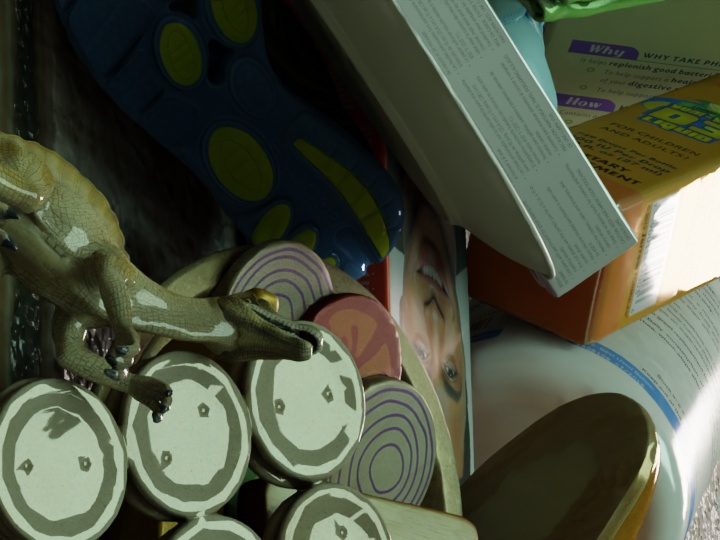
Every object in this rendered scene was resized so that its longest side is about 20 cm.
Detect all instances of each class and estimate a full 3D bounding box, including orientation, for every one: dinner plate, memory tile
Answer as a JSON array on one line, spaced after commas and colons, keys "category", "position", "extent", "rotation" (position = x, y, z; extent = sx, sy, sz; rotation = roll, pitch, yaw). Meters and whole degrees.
[{"category": "dinner plate", "position": [0.002, -0.076, 0.964], "extent": [0.200, 0.024, 0.200], "rotation": [55, -1, 1]}, {"category": "memory tile", "position": [-0.064, 0.102, 0.835], "extent": [0.200, 0.017, 0.154], "rotation": [-11, 89, -44]}]

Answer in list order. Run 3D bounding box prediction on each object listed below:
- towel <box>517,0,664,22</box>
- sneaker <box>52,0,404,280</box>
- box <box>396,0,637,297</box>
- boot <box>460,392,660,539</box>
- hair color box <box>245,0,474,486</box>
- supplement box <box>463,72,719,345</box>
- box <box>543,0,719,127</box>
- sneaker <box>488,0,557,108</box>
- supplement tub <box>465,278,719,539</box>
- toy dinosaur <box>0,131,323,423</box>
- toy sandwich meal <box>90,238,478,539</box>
[{"category": "towel", "position": [0.079, -0.191, 1.205], "extent": [0.149, 0.031, 0.200], "rotation": [-16, 59, -37]}, {"category": "sneaker", "position": [-0.055, -0.076, 0.995], "extent": [0.200, 0.071, 0.083], "rotation": [55, -2, -36]}, {"category": "box", "position": [0.033, -0.083, 1.064], "extent": [0.200, 0.041, 0.039], "rotation": [55, -2, -16]}, {"category": "boot", "position": [0.082, 0.146, 1.094], "extent": [0.144, 0.201, 0.071], "rotation": [25, 15, -41]}, {"category": "hair color box", "position": [0.000, 0.000, 1.109], "extent": [0.102, 0.061, 0.201], "rotation": [40, 46, -63]}, {"category": "supplement box", "position": [0.124, -0.030, 1.212], "extent": [0.200, 0.066, 0.069], "rotation": [-20, 127, -54]}, {"category": "box", "position": [0.164, -0.118, 1.338], "extent": [0.200, 0.175, 0.097], "rotation": [108, -13, -61]}, {"category": "sneaker", "position": [0.059, -0.145, 1.219], "extent": [0.074, 0.082, 0.200], "rotation": [58, 11, -61]}, {"category": "supplement tub", "position": [0.092, 0.062, 1.236], "extent": [0.200, 0.132, 0.132], "rotation": [-47, 127, -64]}, {"category": "toy dinosaur", "position": [-0.102, -0.018, 0.817], "extent": [0.200, 0.058, 0.101], "rotation": [43, 25, -13]}, {"category": "toy sandwich meal", "position": [-0.014, 0.089, 0.941], "extent": [0.205, 0.070, 0.206], "rotation": [9, 78, -47]}]
